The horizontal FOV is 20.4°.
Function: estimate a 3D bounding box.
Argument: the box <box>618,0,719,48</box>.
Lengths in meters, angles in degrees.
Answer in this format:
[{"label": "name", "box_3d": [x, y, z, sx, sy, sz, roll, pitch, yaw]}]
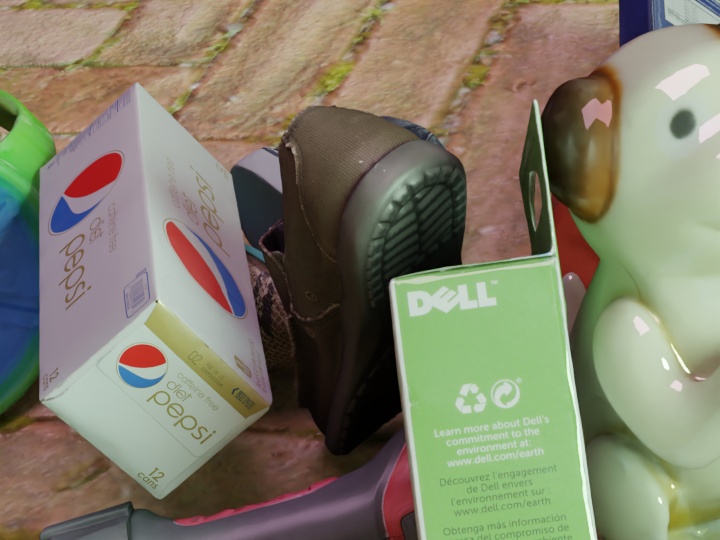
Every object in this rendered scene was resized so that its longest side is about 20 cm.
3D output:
[{"label": "box", "box_3d": [0.177, -0.077, 0.948, 0.121, 0.032, 0.201, 32, 31, -14]}]

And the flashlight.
[{"label": "flashlight", "box_3d": [-0.025, 0.097, 0.783, 0.198, 0.068, 0.068, -15, 66, 1]}]

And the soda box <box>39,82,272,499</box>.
[{"label": "soda box", "box_3d": [-0.089, 0.002, 0.830, 0.064, 0.068, 0.200, -39, 28, 14]}]

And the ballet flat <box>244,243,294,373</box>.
[{"label": "ballet flat", "box_3d": [-0.073, 0.011, 0.936, 0.075, 0.068, 0.200, -40, 32, -4]}]

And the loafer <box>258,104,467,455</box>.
[{"label": "loafer", "box_3d": [0.000, 0.000, 0.791, 0.073, 0.201, 0.071, -34, 64, -25]}]

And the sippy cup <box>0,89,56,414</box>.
[{"label": "sippy cup", "box_3d": [-0.224, -0.001, 0.935, 0.177, 0.141, 0.130, -19, 21, -29]}]

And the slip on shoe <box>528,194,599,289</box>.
[{"label": "slip on shoe", "box_3d": [0.118, -0.032, 0.935, 0.073, 0.062, 0.201, 3, 37, 18]}]

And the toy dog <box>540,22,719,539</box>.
[{"label": "toy dog", "box_3d": [0.136, 0.005, 0.746, 0.138, 0.201, 0.194, -16, 34, -10]}]

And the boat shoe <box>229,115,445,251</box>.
[{"label": "boat shoe", "box_3d": [0.020, -0.020, 0.936, 0.090, 0.071, 0.200, -23, 35, -21]}]

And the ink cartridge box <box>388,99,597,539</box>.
[{"label": "ink cartridge box", "box_3d": [0.045, 0.054, 0.687, 0.059, 0.202, 0.104, -7, -11, 2]}]
